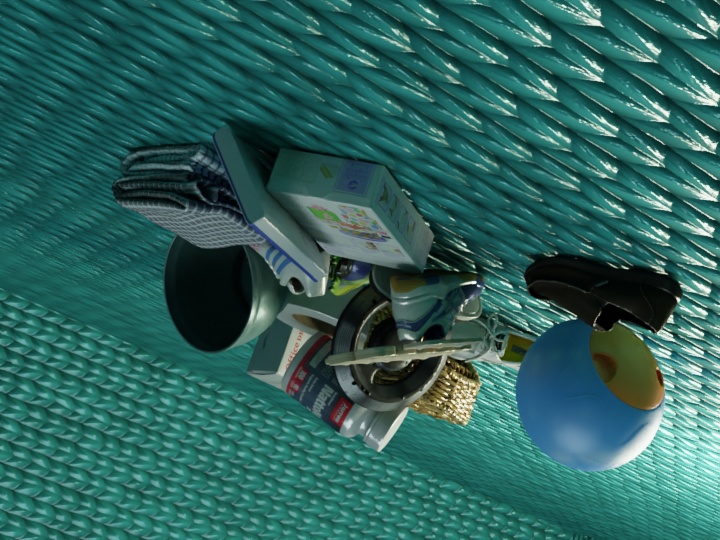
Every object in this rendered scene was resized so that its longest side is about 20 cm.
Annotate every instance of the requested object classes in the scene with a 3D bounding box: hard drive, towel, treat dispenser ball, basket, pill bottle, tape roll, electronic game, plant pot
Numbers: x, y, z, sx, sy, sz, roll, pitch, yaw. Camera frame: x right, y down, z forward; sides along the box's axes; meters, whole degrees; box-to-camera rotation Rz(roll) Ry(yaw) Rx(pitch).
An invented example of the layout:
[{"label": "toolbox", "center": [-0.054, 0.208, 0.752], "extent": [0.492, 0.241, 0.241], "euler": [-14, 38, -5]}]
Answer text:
[{"label": "hard drive", "center": [-0.106, -0.076, 1.314], "extent": [0.025, 0.133, 0.200], "euler": [-29, 154, 8]}, {"label": "towel", "center": [-0.221, -0.092, 1.470], "extent": [0.198, 0.087, 0.165], "euler": [4, 159, 46]}, {"label": "treat dispenser ball", "center": [0.307, 0.165, 1.457], "extent": [0.198, 0.204, 0.201], "euler": [18, 165, 5]}, {"label": "basket", "center": [0.109, 0.141, 1.718], "extent": [0.141, 0.151, 0.199], "euler": [9, 162, 47]}, {"label": "pill bottle", "center": [-0.023, 0.206, 1.821], "extent": [0.199, 0.120, 0.120], "euler": [35, 168, 13]}, {"label": "tape roll", "center": [-0.057, 0.063, 1.829], "extent": [0.199, 0.072, 0.203], "euler": [18, 165, 5]}, {"label": "electronic game", "center": [0.046, 0.106, 1.572], "extent": [0.198, 0.202, 0.041], "euler": [29, 179, -32]}, {"label": "plant pot", "center": [-0.187, 0.017, 1.656], "extent": [0.198, 0.205, 0.133], "euler": [8, -171, 39]}]

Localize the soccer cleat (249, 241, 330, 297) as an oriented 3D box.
[{"label": "soccer cleat", "center": [-0.107, -0.016, 1.504], "extent": [0.069, 0.088, 0.199], "euler": [-9, -163, -29]}]

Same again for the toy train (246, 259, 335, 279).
[{"label": "toy train", "center": [-0.105, -0.006, 1.713], "extent": [0.198, 0.043, 0.056], "euler": [7, 170, 41]}]

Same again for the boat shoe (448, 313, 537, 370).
[{"label": "boat shoe", "center": [0.204, 0.111, 1.650], "extent": [0.199, 0.076, 0.086], "euler": [19, 166, -4]}]

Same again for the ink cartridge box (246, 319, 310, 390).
[{"label": "ink cartridge box", "center": [-0.090, 0.167, 2.090], "extent": [0.198, 0.148, 0.144], "euler": [26, 164, -25]}]

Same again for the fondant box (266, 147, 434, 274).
[{"label": "fondant box", "center": [-0.008, -0.070, 1.323], "extent": [0.142, 0.059, 0.200], "euler": [12, 164, 26]}]

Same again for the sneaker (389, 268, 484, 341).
[{"label": "sneaker", "center": [0.098, 0.046, 1.422], "extent": [0.074, 0.090, 0.199], "euler": [2, -174, 36]}]

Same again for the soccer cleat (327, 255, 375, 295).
[{"label": "soccer cleat", "center": [0.000, 0.001, 1.556], "extent": [0.082, 0.066, 0.200], "euler": [7, 169, -7]}]

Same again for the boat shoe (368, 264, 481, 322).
[{"label": "boat shoe", "center": [0.081, 0.035, 1.498], "extent": [0.198, 0.075, 0.060], "euler": [12, 152, -40]}]

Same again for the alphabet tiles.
[{"label": "alphabet tiles", "center": [0.055, 0.109, 1.434], "extent": [0.194, 0.015, 0.198], "euler": [-14, 170, 42]}]

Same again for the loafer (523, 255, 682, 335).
[{"label": "loafer", "center": [0.276, 0.032, 1.284], "extent": [0.198, 0.072, 0.073], "euler": [7, 161, 40]}]
